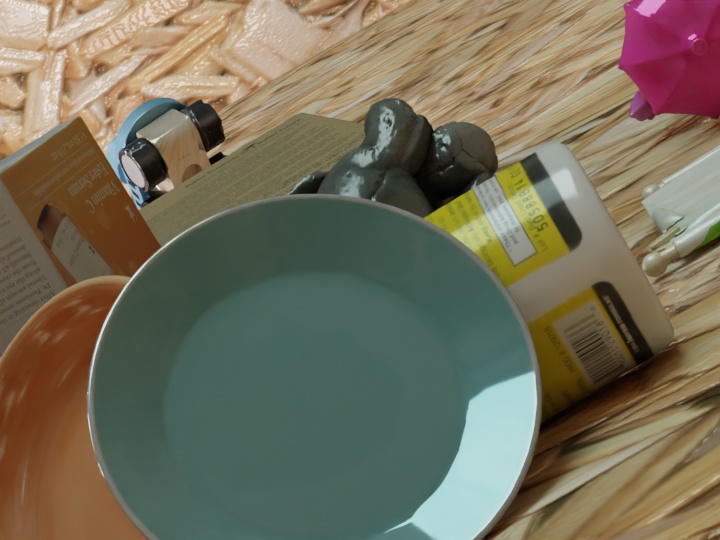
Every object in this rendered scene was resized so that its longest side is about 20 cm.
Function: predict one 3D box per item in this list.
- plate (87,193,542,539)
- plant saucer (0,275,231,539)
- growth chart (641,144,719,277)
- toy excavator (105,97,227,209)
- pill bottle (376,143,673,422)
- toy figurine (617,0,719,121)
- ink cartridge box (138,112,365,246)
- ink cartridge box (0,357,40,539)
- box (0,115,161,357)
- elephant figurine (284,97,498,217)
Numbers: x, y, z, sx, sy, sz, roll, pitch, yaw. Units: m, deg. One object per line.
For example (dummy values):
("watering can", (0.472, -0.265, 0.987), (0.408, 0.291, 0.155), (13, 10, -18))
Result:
("plate", (-0.020, 0.057, 1.288), (0.200, 0.200, 0.026), (-34, -23, -19))
("plant saucer", (-0.116, 0.104, 1.373), (0.037, 0.202, 0.199), (12, -26, -43))
("growth chart", (0.213, -0.057, 1.600), (0.144, 0.018, 0.200), (-30, 9, 9))
("toy excavator", (-0.204, -0.094, 2.903), (0.100, 0.195, 0.200), (-34, 37, -21))
("pill bottle", (0.037, 0.035, 1.376), (0.199, 0.112, 0.111), (-30, 9, 3))
("toy figurine", (0.215, -0.160, 1.882), (0.184, 0.150, 0.200), (-52, -1, -43))
("ink cartridge box", (-0.072, -0.031, 2.126), (0.199, 0.075, 0.164), (-33, 21, -20))
("ink cartridge box", (-0.177, 0.124, 1.523), (0.199, 0.083, 0.146), (-29, 39, 14))
("box", (-0.201, 0.022, 1.961), (0.106, 0.201, 0.152), (-29, 9, 22))
("elephant figurine", (0.000, 0.000, 1.741), (0.200, 0.154, 0.142), (-37, 44, 51))
